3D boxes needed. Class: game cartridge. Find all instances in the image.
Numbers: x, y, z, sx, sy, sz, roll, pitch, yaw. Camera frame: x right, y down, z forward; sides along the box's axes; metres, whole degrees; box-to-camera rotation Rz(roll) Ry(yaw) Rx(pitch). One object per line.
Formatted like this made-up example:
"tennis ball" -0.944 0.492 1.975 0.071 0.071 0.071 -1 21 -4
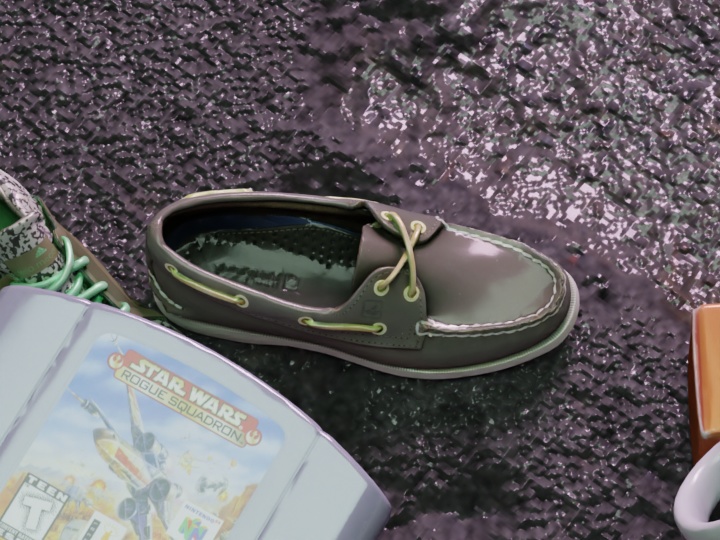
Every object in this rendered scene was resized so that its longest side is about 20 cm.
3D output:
"game cartridge" -0.095 0.094 1.214 0.199 0.042 0.134 28 78 11

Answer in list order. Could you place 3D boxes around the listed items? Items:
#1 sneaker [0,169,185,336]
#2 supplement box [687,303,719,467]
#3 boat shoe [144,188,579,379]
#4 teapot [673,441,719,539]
"sneaker" -0.143 0.011 1.285 0.200 0.089 0.077 39 74 18
"supplement box" 0.246 0.052 1.252 0.199 0.067 0.069 -4 66 3
"boat shoe" 0.000 0.003 1.294 0.201 0.060 0.072 6 67 7
"teapot" 0.228 0.018 1.157 0.199 0.146 0.198 3 80 -25
